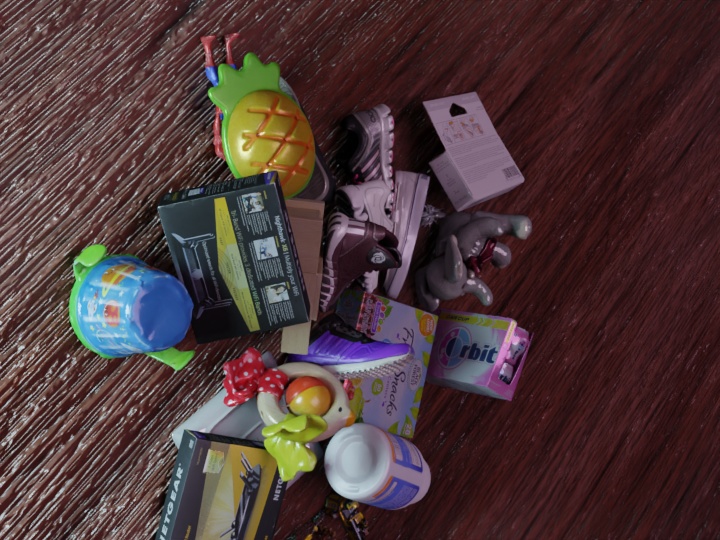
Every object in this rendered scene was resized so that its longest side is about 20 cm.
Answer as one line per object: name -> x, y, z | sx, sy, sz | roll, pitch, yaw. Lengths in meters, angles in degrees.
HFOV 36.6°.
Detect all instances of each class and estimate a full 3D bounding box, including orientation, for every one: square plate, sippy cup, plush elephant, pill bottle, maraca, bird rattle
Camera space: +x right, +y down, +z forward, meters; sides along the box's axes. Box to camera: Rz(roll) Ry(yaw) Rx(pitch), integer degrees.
square plate -> -0.154, 0.256, 1.588 | 0.198, 0.028, 0.202 | -40, 116, -32
sippy cup -> -0.285, 0.050, 1.400 | 0.176, 0.129, 0.142 | 13, 85, -40
plush elephant -> 0.167, -0.012, 1.762 | 0.197, 0.165, 0.157 | 16, 67, -11
pill bottle -> 0.034, 0.305, 1.669 | 0.200, 0.111, 0.113 | 37, 68, -59
maraca -> -0.131, -0.192, 1.480 | 0.136, 0.106, 0.202 | -29, 104, -31
bird rattle -> -0.099, 0.187, 1.518 | 0.161, 0.200, 0.114 | -12, 131, -29

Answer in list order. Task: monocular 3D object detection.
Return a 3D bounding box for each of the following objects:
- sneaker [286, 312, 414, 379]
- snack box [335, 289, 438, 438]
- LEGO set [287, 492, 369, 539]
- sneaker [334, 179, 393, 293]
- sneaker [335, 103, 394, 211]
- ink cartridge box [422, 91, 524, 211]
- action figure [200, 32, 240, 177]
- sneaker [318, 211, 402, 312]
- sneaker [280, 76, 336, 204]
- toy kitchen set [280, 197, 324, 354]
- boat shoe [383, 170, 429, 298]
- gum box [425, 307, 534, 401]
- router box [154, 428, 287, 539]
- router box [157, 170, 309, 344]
sneaker -> -0.020, 0.108, 1.600 | 0.070, 0.197, 0.101 | 37, 46, -68
snack box -> 0.026, 0.147, 1.706 | 0.167, 0.067, 0.203 | 20, 81, -39
LEGO set -> -0.032, 0.438, 1.640 | 0.199, 0.115, 0.156 | -29, 110, -36
sneaker -> 0.015, -0.050, 1.644 | 0.080, 0.075, 0.202 | -25, 136, -22
sneaker -> 0.002, -0.152, 1.670 | 0.086, 0.074, 0.203 | -5, 108, -19
ink cartridge box -> 0.175, -0.199, 1.791 | 0.199, 0.045, 0.178 | -22, 82, -56
action figure -> -0.182, -0.228, 1.528 | 0.065, 0.051, 0.203 | -16, 105, -41
sneaker -> 0.000, 0.000, 1.578 | 0.114, 0.201, 0.076 | 6, 55, -4
sneaker -> -0.098, -0.185, 1.594 | 0.106, 0.074, 0.202 | 15, 52, -80
toy kitchen set -> -0.143, -0.015, 1.559 | 0.178, 0.164, 0.203 | 6, 113, -3
boat shoe -> 0.057, -0.058, 1.721 | 0.065, 0.072, 0.203 | 14, 107, 2
gum box -> 0.178, 0.132, 1.745 | 0.066, 0.199, 0.115 | 31, 75, -36
router box -> -0.192, 0.333, 1.515 | 0.156, 0.052, 0.203 | 14, 91, -31
router box -> -0.163, -0.016, 1.433 | 0.155, 0.052, 0.202 | -11, 112, 4
